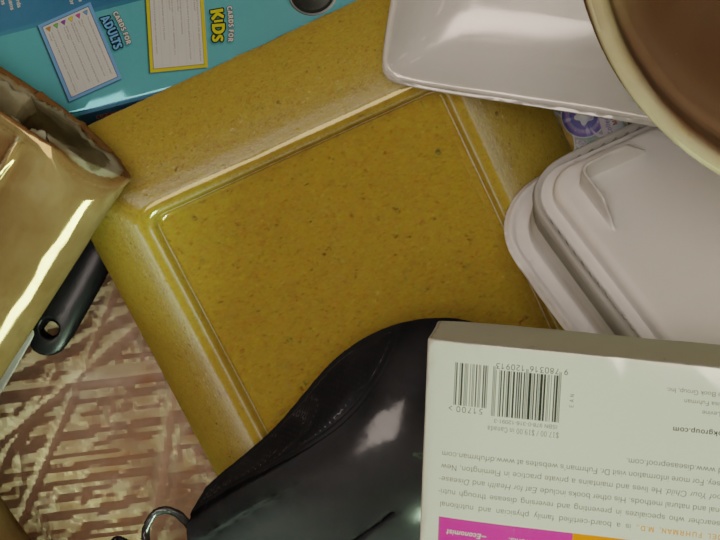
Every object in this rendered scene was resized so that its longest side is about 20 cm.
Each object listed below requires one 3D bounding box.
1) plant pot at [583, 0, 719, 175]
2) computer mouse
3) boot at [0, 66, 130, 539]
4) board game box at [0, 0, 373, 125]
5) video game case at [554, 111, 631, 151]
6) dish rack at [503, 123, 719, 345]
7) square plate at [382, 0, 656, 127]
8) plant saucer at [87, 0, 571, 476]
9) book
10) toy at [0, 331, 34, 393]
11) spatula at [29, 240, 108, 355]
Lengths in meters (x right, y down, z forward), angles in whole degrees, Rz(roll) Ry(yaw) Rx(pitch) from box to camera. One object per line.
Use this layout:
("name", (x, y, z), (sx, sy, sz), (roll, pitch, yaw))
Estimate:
("plant pot", (0.170, -0.127, 0.766), (0.201, 0.093, 0.201), (0, 106, 0))
("computer mouse", (-0.006, 0.105, 0.911), (0.138, 0.053, 0.200), (34, 111, -23))
("boot", (-0.150, 0.038, 0.901), (0.175, 0.066, 0.200), (34, 106, 6))
("board game box", (-0.100, -0.140, 0.956), (0.200, 0.047, 0.151), (-14, 81, 3))
("video game case", (0.126, -0.089, 0.957), (0.200, 0.018, 0.143), (-16, 89, 7))
("dish rack", (0.174, -0.015, 0.858), (0.200, 0.044, 0.172), (-24, 57, -16))
("square plate", (0.119, -0.153, 0.837), (0.198, 0.028, 0.200), (10, 107, 7))
("plant saucer", (0.000, 0.000, 0.924), (0.200, 0.048, 0.200), (-24, 108, 7))
("book", (0.086, 0.123, 0.799), (0.134, 0.048, 0.200), (6, 105, 11))
("toy", (-0.234, 0.078, 0.988), (0.115, 0.047, 0.200), (33, 100, 8))
("spatula", (-0.092, -0.051, 0.976), (0.057, 0.021, 0.200), (30, 84, 6))
